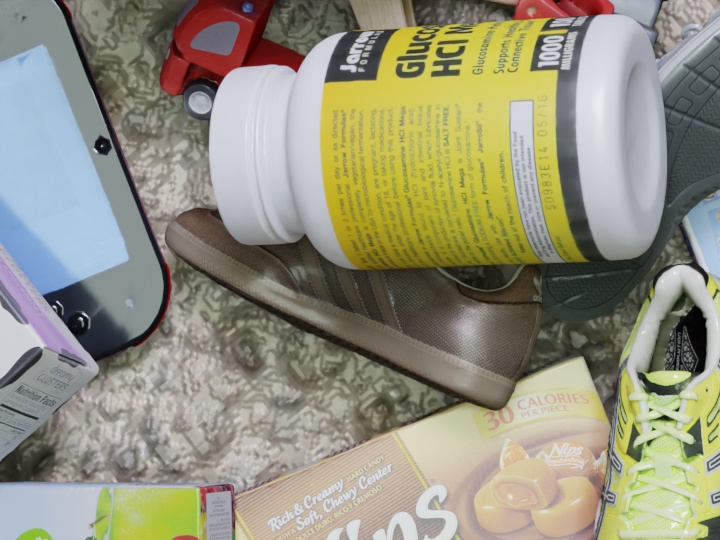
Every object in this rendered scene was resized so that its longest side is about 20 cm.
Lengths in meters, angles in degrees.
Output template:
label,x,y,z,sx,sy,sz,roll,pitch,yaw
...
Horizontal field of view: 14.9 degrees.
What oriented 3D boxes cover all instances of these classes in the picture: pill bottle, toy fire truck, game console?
label,x,y,z,sx,sy,sz,roll,pitch,yaw
pill bottle,0.036,-0.058,1.285,0.198,0.112,0.113,-2,88,19
toy fire truck,0.010,-0.112,1.359,0.199,0.049,0.142,25,122,2
game console,-0.203,-0.033,1.404,0.176,0.031,0.201,-21,88,0

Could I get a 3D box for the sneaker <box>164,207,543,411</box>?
label,x,y,z,sx,sy,sz,roll,pitch,yaw
sneaker,0.000,0.000,1.370,0.199,0.070,0.076,25,85,18

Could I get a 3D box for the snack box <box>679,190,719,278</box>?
label,x,y,z,sx,sy,sz,roll,pitch,yaw
snack box,0.213,0.009,1.398,0.071,0.024,0.201,-21,88,1

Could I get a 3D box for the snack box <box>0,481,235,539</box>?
label,x,y,z,sx,sy,sz,roll,pitch,yaw
snack box,-0.162,0.176,1.361,0.198,0.053,0.143,-1,87,19

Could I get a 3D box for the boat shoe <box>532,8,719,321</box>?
label,x,y,z,sx,sy,sz,roll,pitch,yaw
boat shoe,0.150,-0.065,1.354,0.074,0.065,0.202,29,112,-25

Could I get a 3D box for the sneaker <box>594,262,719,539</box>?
label,x,y,z,sx,sy,sz,roll,pitch,yaw
sneaker,0.142,0.089,1.307,0.075,0.076,0.201,-4,60,19

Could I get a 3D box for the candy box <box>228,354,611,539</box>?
label,x,y,z,sx,sy,sz,roll,pitch,yaw
candy box,0.041,0.132,1.382,0.199,0.055,0.116,-22,88,1

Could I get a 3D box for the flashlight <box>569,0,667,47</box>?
label,x,y,z,sx,sy,sz,roll,pitch,yaw
flashlight,0.056,-0.154,1.386,0.199,0.068,0.068,17,92,0

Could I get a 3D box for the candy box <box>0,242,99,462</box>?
label,x,y,z,sx,sy,sz,roll,pitch,yaw
candy box,-0.256,0.048,1.344,0.200,0.072,0.168,-43,69,5
